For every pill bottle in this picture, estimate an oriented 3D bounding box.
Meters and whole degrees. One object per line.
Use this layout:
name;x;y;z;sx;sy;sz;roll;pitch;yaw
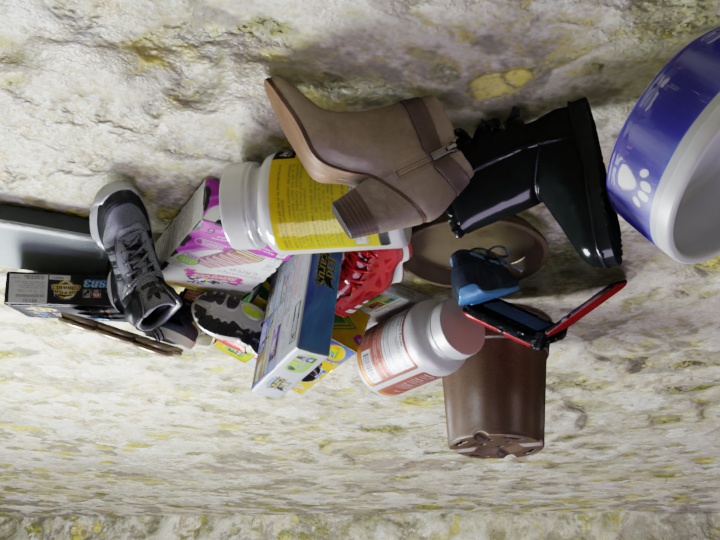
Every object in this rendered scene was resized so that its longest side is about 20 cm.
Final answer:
pill bottle;0.087;0.109;1.288;0.111;0.114;0.199;18;151;-30
pill bottle;-0.047;-0.076;0.961;0.197;0.116;0.115;-3;154;10

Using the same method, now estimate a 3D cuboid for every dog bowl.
dog bowl;0.317;-0.109;0.779;0.198;0.079;0.202;-25;138;-24

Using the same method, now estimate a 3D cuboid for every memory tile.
memory tile;-0.321;0.090;1.191;0.151;0.017;0.200;19;173;-3

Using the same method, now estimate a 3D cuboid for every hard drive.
hard drive;-0.432;-0.039;1.165;0.197;0.033;0.140;9;153;-16

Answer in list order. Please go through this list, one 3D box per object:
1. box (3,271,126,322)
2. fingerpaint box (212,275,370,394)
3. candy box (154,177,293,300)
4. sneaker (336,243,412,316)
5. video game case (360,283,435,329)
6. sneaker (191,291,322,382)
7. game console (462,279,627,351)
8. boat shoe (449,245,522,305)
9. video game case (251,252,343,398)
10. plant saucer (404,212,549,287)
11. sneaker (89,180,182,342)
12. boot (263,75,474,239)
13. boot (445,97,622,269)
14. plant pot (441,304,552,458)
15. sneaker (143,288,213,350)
box;-0.385;0.041;1.244;0.196;0.050;0.200;5;171;-12
fingerpaint box;-0.105;0.088;1.301;0.166;0.074;0.200;30;145;-12
candy box;-0.173;-0.033;1.124;0.135;0.062;0.200;15;152;-25
sneaker;0.000;0.000;1.099;0.078;0.115;0.201;42;165;23
video game case;-0.015;0.056;1.343;0.180;0.023;0.199;20;150;-33
sneaker;-0.141;0.088;1.211;0.199;0.078;0.085;31;164;-7
game console;0.256;0.036;1.202;0.171;0.120;0.200;25;-171;20
boat shoe;0.156;0.001;1.086;0.083;0.070;0.200;-19;173;10
video game case;-0.076;0.038;1.098;0.045;0.202;0.181;17;152;-18
plant saucer;0.146;-0.029;1.144;0.197;0.030;0.201;2;155;1
sneaker;-0.268;-0.006;1.067;0.075;0.114;0.202;-24;136;-28
boot;0.014;-0.132;0.863;0.145;0.202;0.070;-30;-179;-9
boot;0.163;-0.072;0.866;0.161;0.201;0.073;-17;148;22
plant pot;0.212;0.183;1.385;0.197;0.201;0.201;1;154;1
sneaker;-0.252;0.062;1.255;0.074;0.086;0.200;17;180;4
